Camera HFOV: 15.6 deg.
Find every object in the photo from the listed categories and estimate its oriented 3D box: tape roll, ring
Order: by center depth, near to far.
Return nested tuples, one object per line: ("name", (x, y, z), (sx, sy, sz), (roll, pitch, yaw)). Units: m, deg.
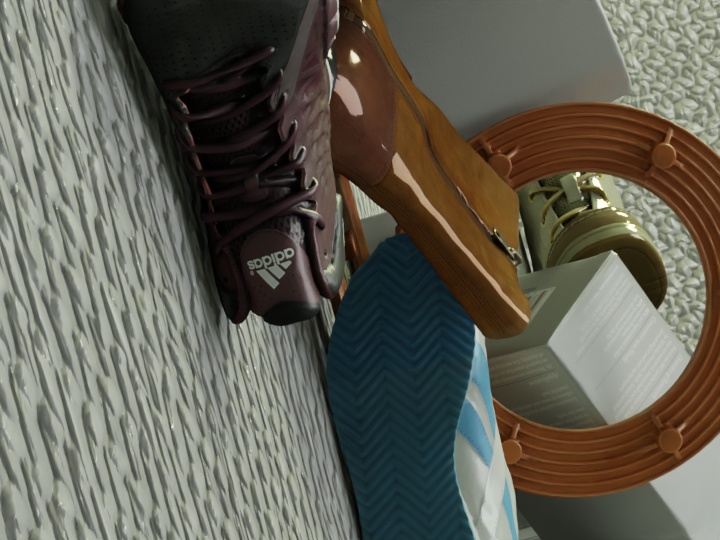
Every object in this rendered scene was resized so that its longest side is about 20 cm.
("ring", (0.110, 0.017, 1.307), (0.019, 0.200, 0.201), (-131, -154, -79))
("tape roll", (0.035, -0.151, 1.357), (0.203, 0.139, 0.203), (62, 4, -8))
("ring", (0.000, 0.000, 1.384), (0.200, 0.019, 0.201), (-14, 90, -84))

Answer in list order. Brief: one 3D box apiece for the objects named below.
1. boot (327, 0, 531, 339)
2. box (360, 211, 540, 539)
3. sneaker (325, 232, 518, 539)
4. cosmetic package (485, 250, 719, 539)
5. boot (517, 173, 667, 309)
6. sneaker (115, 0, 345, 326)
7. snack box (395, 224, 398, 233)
("boot", (0.018, -0.090, 1.213), (0.200, 0.068, 0.189), (41, 27, -34))
("box", (0.069, 0.065, 1.549), (0.124, 0.097, 0.201), (55, 20, -75))
("sneaker", (0.033, 0.081, 1.272), (0.081, 0.076, 0.201), (-4, 90, -74))
("cosmetic package", (0.138, 0.099, 1.404), (0.200, 0.107, 0.090), (52, 51, -19))
("boot", (0.123, -0.034, 1.505), (0.200, 0.072, 0.155), (73, 3, -68))
("sneaker", (-0.034, -0.043, 0.947), (0.200, 0.075, 0.116), (60, 20, -73))
("snack box", (0.043, 0.064, 1.451), (0.072, 0.024, 0.201), (129, -42, -73))
